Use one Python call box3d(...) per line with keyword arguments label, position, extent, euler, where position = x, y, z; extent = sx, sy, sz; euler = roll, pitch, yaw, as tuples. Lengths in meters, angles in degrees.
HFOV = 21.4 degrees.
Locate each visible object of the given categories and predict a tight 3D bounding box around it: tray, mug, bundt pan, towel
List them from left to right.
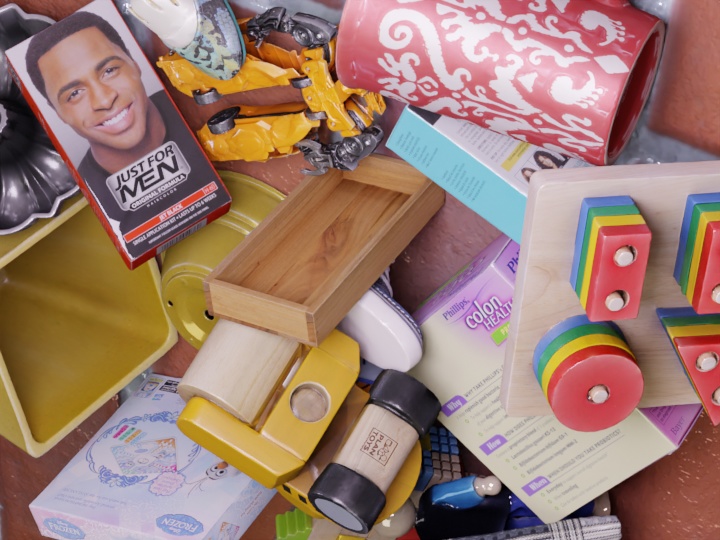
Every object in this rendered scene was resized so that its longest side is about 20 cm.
box3d(label="bundt pan", position=(-0.312, -0.123, 1.639), extent=(0.201, 0.202, 0.076), euler=(36, 175, 7))
box3d(label="tray", position=(-0.025, -0.022, 1.475), extent=(0.098, 0.200, 0.037), euler=(15, 131, 27))
box3d(label="towel", position=(0.123, 0.255, 1.601), extent=(0.191, 0.035, 0.200), euler=(-9, 158, 1))
box3d(label="mug", position=(0.101, -0.170, 1.309), extent=(0.199, 0.134, 0.178), euler=(23, 138, 15))

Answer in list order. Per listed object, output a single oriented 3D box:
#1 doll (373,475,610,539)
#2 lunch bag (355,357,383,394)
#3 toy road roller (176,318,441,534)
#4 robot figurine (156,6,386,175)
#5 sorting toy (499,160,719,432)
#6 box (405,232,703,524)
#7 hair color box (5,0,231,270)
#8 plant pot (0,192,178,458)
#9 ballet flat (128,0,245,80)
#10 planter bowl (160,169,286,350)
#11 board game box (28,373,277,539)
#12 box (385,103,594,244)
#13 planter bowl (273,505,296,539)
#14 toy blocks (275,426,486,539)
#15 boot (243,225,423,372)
box3d(label="doll", position=(0.103, 0.208, 1.601), extent=(0.199, 0.049, 0.137), euler=(2, 142, -17))
box3d(label="lunch bag", position=(-0.020, 0.111, 1.649), extent=(0.159, 0.076, 0.200), euler=(12, 148, -24))
box3d(label="toy road roller", position=(-0.046, 0.123, 1.499), extent=(0.199, 0.123, 0.146), euler=(33, 158, -1))
box3d(label="robot figurine", position=(-0.064, -0.145, 1.510), extent=(0.199, 0.058, 0.146), euler=(-3, 123, 40))
box3d(label="sorting toy", position=(0.211, 0.028, 1.330), extent=(0.199, 0.070, 0.200), euler=(-4, 125, -13))
box3d(label="box", position=(0.148, 0.076, 1.506), extent=(0.200, 0.097, 0.176), euler=(44, 139, -3))
box3d(label="hair color box", position=(-0.199, -0.113, 1.566), extent=(0.201, 0.101, 0.061), euler=(58, 170, 3))
box3d(label="plant pot", position=(-0.322, 0.017, 1.759), extent=(0.199, 0.194, 0.196), euler=(17, 134, 39))
box3d(label="ballet flat", position=(-0.161, -0.229, 1.462), extent=(0.074, 0.074, 0.201), euler=(-38, 80, 49))
box3d(label="planter bowl", position=(-0.113, 0.019, 1.669), extent=(0.199, 0.084, 0.201), euler=(21, 136, 22))
box3d(label="board game box", position=(-0.170, 0.185, 1.767), extent=(0.199, 0.199, 0.044), euler=(8, 129, 33))
box3d(label="box", position=(0.124, -0.069, 1.411), extent=(0.200, 0.082, 0.049), euler=(37, 140, 6))
box3d(label="planter bowl", position=(-0.017, 0.321, 1.816), extent=(0.199, 0.135, 0.201), euler=(21, 134, 23))
box3d(label="toy blocks", position=(0.042, 0.191, 1.652), extent=(0.199, 0.100, 0.137), euler=(11, 135, -17))
box3d(label="boot", position=(0.000, 0.000, 1.520), extent=(0.200, 0.090, 0.073), euler=(36, 150, 35))
